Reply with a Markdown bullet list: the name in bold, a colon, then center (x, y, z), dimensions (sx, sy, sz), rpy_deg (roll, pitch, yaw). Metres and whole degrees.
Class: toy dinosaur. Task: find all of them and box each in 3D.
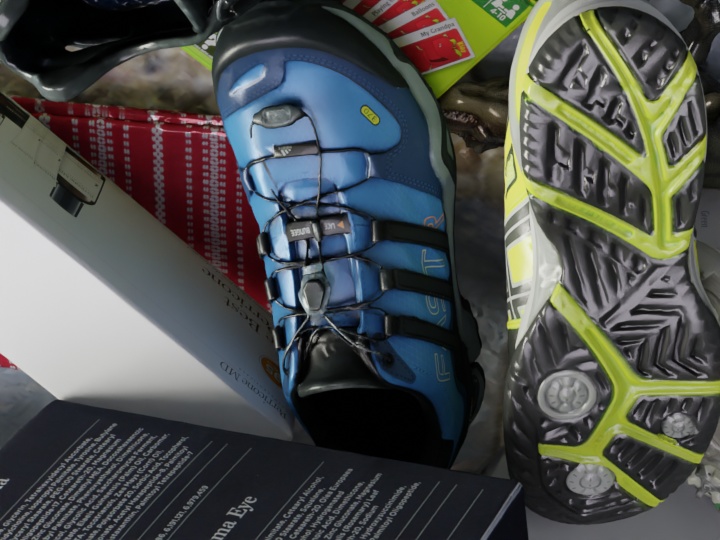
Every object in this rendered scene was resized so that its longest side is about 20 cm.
- **toy dinosaur**: center (0.126, -0.056, 0.727), dimensions (0.199, 0.048, 0.088), rpy_deg (17, 134, 5)

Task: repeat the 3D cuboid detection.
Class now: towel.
- **towel**: center (-0.104, -0.012, 0.824), dimensions (0.199, 0.023, 0.145), rpy_deg (6, 132, 6)

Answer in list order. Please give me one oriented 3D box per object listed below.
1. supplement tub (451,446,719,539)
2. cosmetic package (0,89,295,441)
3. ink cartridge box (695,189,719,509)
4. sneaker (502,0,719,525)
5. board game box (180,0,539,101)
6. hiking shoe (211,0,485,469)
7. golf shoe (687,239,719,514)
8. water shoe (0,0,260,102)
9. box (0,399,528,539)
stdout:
- **supplement tub**: center (0.047, 0.162, 0.809), dimensions (0.144, 0.145, 0.200), rpy_deg (28, 133, -15)
- **cosmetic package**: center (-0.109, -0.004, 0.749), dimensions (0.200, 0.083, 0.051), rpy_deg (40, 111, -13)
- **ink cartridge box**: center (0.160, 0.043, 0.812), dimensions (0.199, 0.050, 0.162), rpy_deg (3, 131, 9)
- **sneaker**: center (0.083, -0.005, 0.695), dimensions (0.075, 0.077, 0.201), rpy_deg (1, 120, -1)
- **board game box**: center (-0.045, -0.129, 0.697), dimensions (0.200, 0.048, 0.102), rpy_deg (35, 126, -20)
- **hiking shoe**: center (0.000, 0.000, 0.708), dimensions (0.074, 0.087, 0.201), rpy_deg (-11, 124, 17)
- **golf shoe**: center (0.169, 0.053, 0.767), dimensions (0.078, 0.097, 0.200), rpy_deg (-21, 114, 47)
- **water shoe**: center (-0.028, -0.103, 0.616), dimensions (0.199, 0.079, 0.072), rpy_deg (-23, 123, 37)
- **box**: center (-0.038, 0.163, 0.695), dimensions (0.181, 0.104, 0.201), rpy_deg (8, 122, 25)
